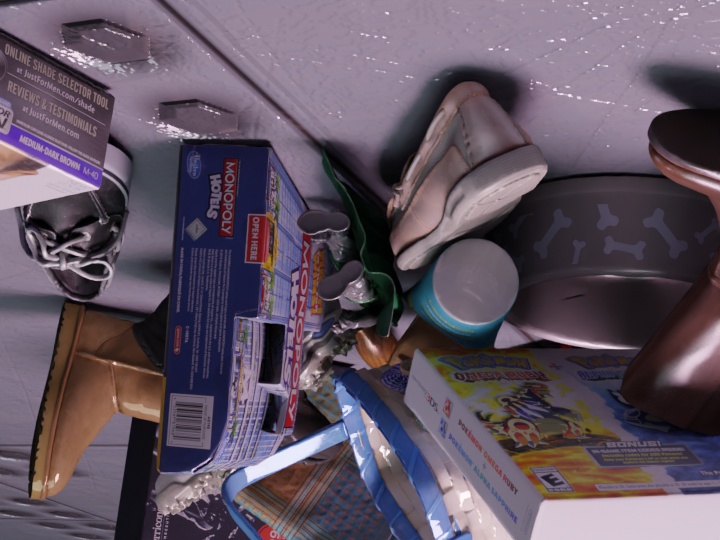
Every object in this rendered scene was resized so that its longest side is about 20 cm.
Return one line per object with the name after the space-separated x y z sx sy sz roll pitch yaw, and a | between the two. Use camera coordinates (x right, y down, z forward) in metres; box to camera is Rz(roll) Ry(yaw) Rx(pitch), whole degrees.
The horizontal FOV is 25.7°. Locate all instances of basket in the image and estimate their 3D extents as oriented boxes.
0.019 0.147 1.070 0.176 0.199 0.140 42 159 52 | basket

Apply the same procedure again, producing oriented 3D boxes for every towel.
-0.040 0.149 1.283 0.200 0.147 0.022 35 146 3 | towel

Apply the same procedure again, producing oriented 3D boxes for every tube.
0.063 0.022 1.005 0.077 0.050 0.200 41 172 5 | tube

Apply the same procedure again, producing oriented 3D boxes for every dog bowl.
0.175 0.002 1.021 0.199 0.059 0.200 5 161 2 | dog bowl

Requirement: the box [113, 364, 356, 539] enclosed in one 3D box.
-0.112 0.176 1.409 0.181 0.201 0.104 11 163 -19 | box

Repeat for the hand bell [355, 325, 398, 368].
0.035 0.093 1.335 0.104 0.105 0.200 -3 148 26 | hand bell

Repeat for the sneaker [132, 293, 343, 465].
-0.077 0.077 1.212 0.200 0.091 0.076 40 179 -29 | sneaker

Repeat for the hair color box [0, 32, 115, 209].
-0.251 -0.077 0.905 0.199 0.065 0.109 -10 156 37 | hair color box

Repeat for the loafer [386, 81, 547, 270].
0.054 -0.053 0.911 0.072 0.063 0.200 -24 173 -16 | loafer

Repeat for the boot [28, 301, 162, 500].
-0.164 0.120 1.307 0.199 0.176 0.066 13 162 -12 | boot

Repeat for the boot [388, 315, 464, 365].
0.123 0.082 1.169 0.199 0.176 0.066 31 -161 19 | boot

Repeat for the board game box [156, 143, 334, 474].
-0.068 0.032 1.037 0.061 0.201 0.200 3 176 13 | board game box

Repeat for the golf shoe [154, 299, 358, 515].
-0.095 0.084 1.150 0.097 0.200 0.078 40 173 9 | golf shoe

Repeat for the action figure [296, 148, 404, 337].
0.000 0.000 1.021 0.054 0.119 0.200 -16 170 6 | action figure

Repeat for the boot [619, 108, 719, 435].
0.188 0.013 0.888 0.186 0.064 0.200 13 128 -27 | boot

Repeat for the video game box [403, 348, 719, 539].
0.152 0.105 0.965 0.199 0.047 0.182 1 -158 -24 | video game box

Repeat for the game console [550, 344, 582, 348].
0.174 0.154 1.253 0.031 0.201 0.176 9 163 -36 | game console

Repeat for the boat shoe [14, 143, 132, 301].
-0.187 -0.029 1.019 0.073 0.068 0.199 8 162 -7 | boat shoe
